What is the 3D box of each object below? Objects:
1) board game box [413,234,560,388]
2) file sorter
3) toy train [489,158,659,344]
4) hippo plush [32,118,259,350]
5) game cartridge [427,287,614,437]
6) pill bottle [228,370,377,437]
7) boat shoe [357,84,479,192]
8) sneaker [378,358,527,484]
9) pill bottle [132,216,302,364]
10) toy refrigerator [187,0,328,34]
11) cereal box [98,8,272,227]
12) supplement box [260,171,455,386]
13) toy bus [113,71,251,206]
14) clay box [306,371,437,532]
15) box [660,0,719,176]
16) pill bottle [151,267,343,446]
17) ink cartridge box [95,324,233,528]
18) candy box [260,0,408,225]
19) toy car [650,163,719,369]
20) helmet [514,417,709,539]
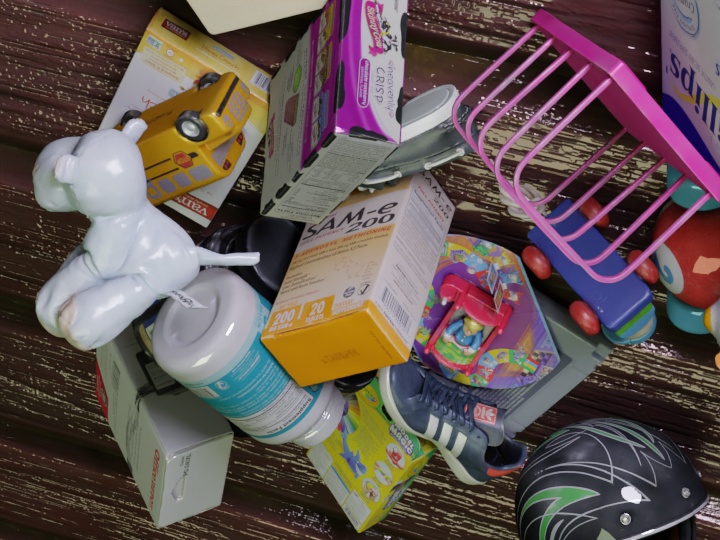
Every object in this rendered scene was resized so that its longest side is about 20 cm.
[{"bbox_3d":[0.101,0.055,1.435,0.157,0.039,0.201,-5,127,30],"label":"board game box"},{"bbox_3d":[0.169,-0.097,1.156,0.125,0.200,0.139,-43,112,7],"label":"file sorter"},{"bbox_3d":[0.196,-0.018,1.345,0.084,0.200,0.116,-40,152,4],"label":"toy train"},{"bbox_3d":[-0.231,-0.036,1.289,0.199,0.159,0.162,6,129,46],"label":"hippo plush"},{"bbox_3d":[0.153,0.092,1.504,0.132,0.041,0.200,29,137,-12],"label":"game cartridge"},{"bbox_3d":[-0.078,0.107,1.561,0.112,0.112,0.199,40,135,-19],"label":"pill bottle"},{"bbox_3d":[0.019,-0.102,1.335,0.199,0.076,0.061,-18,119,37],"label":"boat shoe"},{"bbox_3d":[0.101,0.147,1.506,0.084,0.076,0.200,-16,135,38],"label":"sneaker"},{"bbox_3d":[-0.139,0.023,1.491,0.112,0.112,0.199,41,135,-19],"label":"pill bottle"},{"bbox_3d":[-0.053,-0.264,1.208,0.198,0.070,0.076,-8,137,30],"label":"toy refrigerator"},{"bbox_3d":[-0.169,-0.141,1.402,0.143,0.040,0.200,30,137,-7],"label":"cereal box"},{"bbox_3d":[0.000,0.000,1.352,0.125,0.201,0.074,-17,127,33],"label":"supplement box"},{"bbox_3d":[-0.178,-0.113,1.355,0.199,0.065,0.078,-18,125,37],"label":"toy bus"},{"bbox_3d":[0.015,0.192,1.615,0.115,0.047,0.201,54,142,19],"label":"clay box"},{"bbox_3d":[0.303,-0.156,1.062,0.104,0.185,0.201,-18,132,-6],"label":"box"},{"bbox_3d":[-0.098,0.092,1.384,0.110,0.112,0.200,-12,142,33],"label":"pill bottle"},{"bbox_3d":[-0.220,0.158,1.611,0.083,0.201,0.146,-16,145,-25],"label":"ink cartridge box"},{"bbox_3d":[-0.024,-0.136,1.224,0.060,0.138,0.200,10,161,-19],"label":"candy box"},{"bbox_3d":[0.328,0.024,1.232,0.175,0.201,0.186,4,134,15],"label":"toy car"},{"bbox_3d":[0.256,0.245,1.501,0.198,0.200,0.193,8,114,15],"label":"helmet"}]
